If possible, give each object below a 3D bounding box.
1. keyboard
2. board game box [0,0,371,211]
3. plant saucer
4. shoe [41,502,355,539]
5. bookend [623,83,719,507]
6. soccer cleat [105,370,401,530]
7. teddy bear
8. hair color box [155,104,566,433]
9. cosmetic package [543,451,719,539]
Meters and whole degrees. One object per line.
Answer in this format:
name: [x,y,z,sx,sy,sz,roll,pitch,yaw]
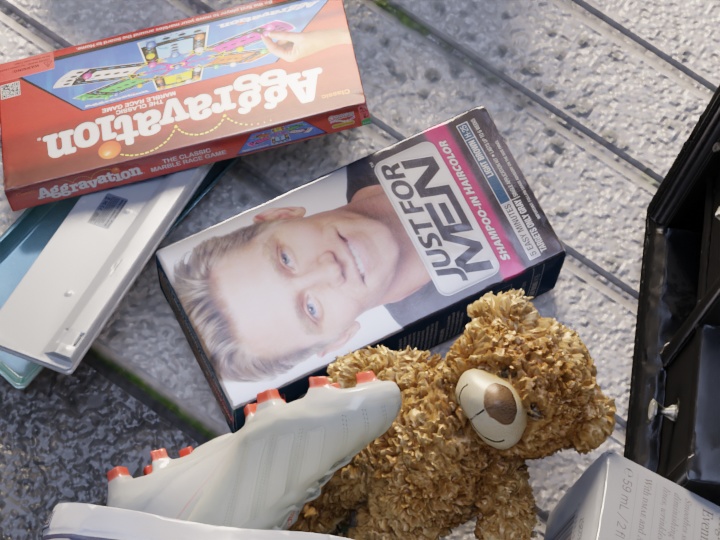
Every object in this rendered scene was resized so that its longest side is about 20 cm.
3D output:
keyboard: [-0.128,-0.029,1.104,0.056,0.011,0.200,15,54,24]
board game box: [-0.100,-0.097,1.138,0.199,0.019,0.103,-14,49,1]
plant saucer: [-0.144,-0.026,1.146,0.070,0.019,0.200,39,74,10]
shoe: [-0.055,0.168,0.949,0.199,0.072,0.091,8,70,5]
bookend: [0.200,0.032,1.046,0.092,0.199,0.201,8,71,-2]
soccer cleat: [-0.050,0.109,1.034,0.069,0.200,0.078,-2,69,-51]
teddy bear: [0.031,0.097,1.043,0.200,0.067,0.145,-22,70,33]
hair color box: [0.000,0.000,1.121,0.200,0.061,0.100,-25,73,-10]
cosmetic package: [0.185,0.183,1.018,0.200,0.074,0.102,26,43,-9]
